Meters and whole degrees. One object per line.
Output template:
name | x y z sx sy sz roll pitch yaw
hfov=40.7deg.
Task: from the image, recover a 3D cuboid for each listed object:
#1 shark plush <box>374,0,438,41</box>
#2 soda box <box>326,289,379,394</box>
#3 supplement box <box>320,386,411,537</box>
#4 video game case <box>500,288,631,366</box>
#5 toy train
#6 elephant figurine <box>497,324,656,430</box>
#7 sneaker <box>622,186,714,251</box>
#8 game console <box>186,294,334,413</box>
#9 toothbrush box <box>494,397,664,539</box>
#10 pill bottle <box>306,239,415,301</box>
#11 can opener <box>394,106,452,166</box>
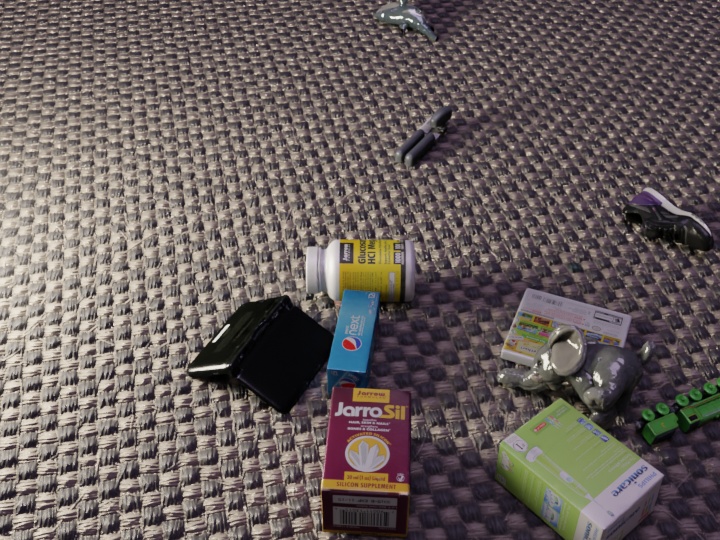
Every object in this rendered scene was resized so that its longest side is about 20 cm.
shark plush | 0.135 -0.674 2.663 0.200 0.091 0.083 42 72 14
soda box | -0.010 0.123 1.671 0.067 0.065 0.201 5 40 6
supplement box | 0.013 0.283 1.449 0.129 0.104 0.201 2 39 2
video game case | 0.366 0.118 1.717 0.197 0.023 0.183 16 42 16
toy train | 0.534 0.229 1.573 0.197 0.042 0.057 -17 52 -20
elephant figurine | 0.345 0.153 1.578 0.154 0.143 0.199 -34 54 -28
sneaker | 0.610 -0.082 1.938 0.087 0.076 0.200 -32 44 -14
game console | -0.169 0.148 1.676 0.174 0.117 0.200 -11 28 37
toothbrush box | 0.320 0.306 1.438 0.145 0.087 0.199 -29 47 -31
pill bottle | 0.000 0.000 1.780 0.196 0.114 0.113 0 39 -1
can opener | 0.142 -0.307 2.196 0.052 0.067 0.200 22 49 22
